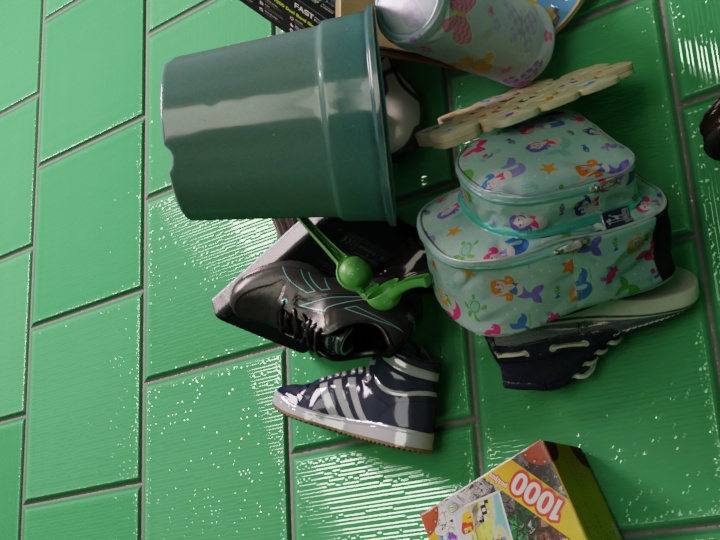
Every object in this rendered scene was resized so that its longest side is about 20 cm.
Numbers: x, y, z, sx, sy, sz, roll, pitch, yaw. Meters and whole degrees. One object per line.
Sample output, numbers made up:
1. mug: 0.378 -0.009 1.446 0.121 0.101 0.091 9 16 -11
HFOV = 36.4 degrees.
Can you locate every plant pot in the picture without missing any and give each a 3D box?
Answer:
1. plant pot: -0.072 -0.130 1.002 0.193 0.201 0.203 -7 70 3

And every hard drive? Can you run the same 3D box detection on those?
1. hard drive: -0.042 0.006 1.160 0.200 0.139 0.033 -40 48 24

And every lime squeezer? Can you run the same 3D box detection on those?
1. lime squeezer: 0.000 0.000 1.034 0.038 0.071 0.199 -48 45 -12

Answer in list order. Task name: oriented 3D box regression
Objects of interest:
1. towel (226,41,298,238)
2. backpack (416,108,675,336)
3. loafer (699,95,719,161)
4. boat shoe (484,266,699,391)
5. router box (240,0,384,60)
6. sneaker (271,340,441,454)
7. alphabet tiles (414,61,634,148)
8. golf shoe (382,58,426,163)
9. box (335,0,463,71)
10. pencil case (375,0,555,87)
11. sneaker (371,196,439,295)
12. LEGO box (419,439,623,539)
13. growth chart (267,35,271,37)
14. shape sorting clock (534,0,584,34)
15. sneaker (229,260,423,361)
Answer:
1. towel: -0.102 -0.125 1.230 0.032 0.192 0.202 -16 63 -1
2. backpack: 0.150 -0.038 0.946 0.198 0.152 0.178 -25 31 -4
3. loafer: 0.359 -0.181 0.938 0.200 0.073 0.071 -50 43 11
4. boat shoe: 0.209 0.054 0.998 0.197 0.075 0.094 -6 117 18
5. router box: -0.028 -0.313 1.176 0.199 0.062 0.150 36 62 14
6. sneaker: -0.001 0.116 1.142 0.198 0.070 0.110 10 88 35
7. alphabet tiles: 0.152 -0.154 1.023 0.196 0.198 0.015 -149 38 -74
8. golf shoe: 0.010 -0.211 1.214 0.077 0.088 0.202 -31 61 31
9. box: 0.052 -0.310 1.127 0.021 0.161 0.203 142 131 -63
10. pencil case: 0.101 -0.236 1.033 0.083 0.199 0.092 -13 75 40
11. sneaker: 0.086 -0.029 1.105 0.198 0.073 0.083 -22 80 23
12. LEGO box: 0.159 0.275 0.961 0.148 0.077 0.202 -38 57 25
13. growth chart: -0.050 -0.191 1.254 0.200 0.018 0.146 38 143 39
14. shape sorting clock: 0.165 -0.318 1.149 0.198 0.039 0.203 -12 70 36
15. sneaker: -0.040 0.042 1.077 0.197 0.076 0.080 4 40 15
